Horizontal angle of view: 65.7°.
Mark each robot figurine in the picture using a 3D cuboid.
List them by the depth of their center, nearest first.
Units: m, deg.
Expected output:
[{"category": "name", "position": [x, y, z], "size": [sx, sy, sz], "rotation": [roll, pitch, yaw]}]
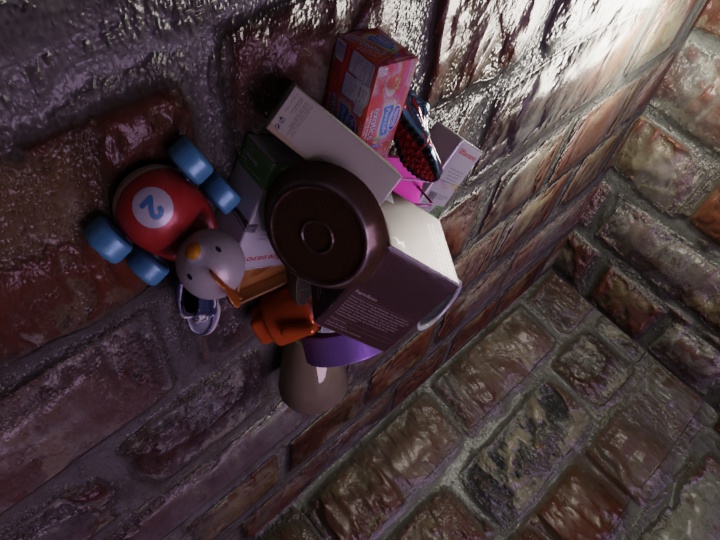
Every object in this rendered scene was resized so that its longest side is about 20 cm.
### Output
[{"category": "robot figurine", "position": [-0.131, 0.084, 1.164], "size": [0.196, 0.119, 0.144], "rotation": [-23, 175, 4]}]

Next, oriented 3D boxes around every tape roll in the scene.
[{"category": "tape roll", "position": [-0.032, 0.143, 1.227], "size": [0.198, 0.197, 0.067], "rotation": [-23, 105, -43]}]

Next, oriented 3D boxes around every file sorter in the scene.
[{"category": "file sorter", "position": [0.061, -0.106, 1.092], "size": [0.135, 0.126, 0.205], "rotation": [3, 116, -13]}]

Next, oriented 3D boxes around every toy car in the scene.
[{"category": "toy car", "position": [-0.224, -0.032, 0.753], "size": [0.184, 0.200, 0.177], "rotation": [-44, 157, -5]}]

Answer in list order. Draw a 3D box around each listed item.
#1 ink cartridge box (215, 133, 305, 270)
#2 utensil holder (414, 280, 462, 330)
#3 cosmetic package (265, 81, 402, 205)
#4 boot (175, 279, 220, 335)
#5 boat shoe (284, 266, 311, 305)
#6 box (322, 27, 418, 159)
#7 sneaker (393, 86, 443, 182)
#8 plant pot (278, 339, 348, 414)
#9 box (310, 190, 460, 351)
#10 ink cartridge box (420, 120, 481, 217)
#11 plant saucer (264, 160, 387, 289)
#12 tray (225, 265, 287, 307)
[{"category": "ink cartridge box", "position": [-0.146, -0.108, 0.911], "size": [0.144, 0.084, 0.202], "rotation": [-9, 137, -51]}, {"category": "utensil holder", "position": [0.145, 0.028, 1.496], "size": [0.169, 0.200, 0.171], "rotation": [-37, 156, -19]}, {"category": "cosmetic package", "position": [-0.040, -0.182, 0.821], "size": [0.073, 0.199, 0.104], "rotation": [-49, -161, 11]}, {"category": "boot", "position": [-0.277, 0.059, 0.928], "size": [0.092, 0.071, 0.203], "rotation": [-84, -177, -49]}, {"category": "boat shoe", "position": [-0.114, -0.037, 1.045], "size": [0.071, 0.067, 0.205], "rotation": [-22, 127, -50]}, {"category": "box", "position": [0.005, -0.269, 0.903], "size": [0.094, 0.100, 0.202], "rotation": [-27, 150, -37]}, {"category": "sneaker", "position": [0.102, -0.257, 0.983], "size": [0.095, 0.203, 0.079], "rotation": [-35, -170, -29]}, {"category": "plant pot", "position": [-0.123, 0.220, 1.396], "size": [0.185, 0.186, 0.203], "rotation": [-32, 141, -30]}, {"category": "box", "position": [0.032, -0.002, 0.948], "size": [0.162, 0.168, 0.200], "rotation": [26, 126, -30]}, {"category": "ink cartridge box", "position": [0.172, -0.224, 1.286], "size": [0.202, 0.084, 0.144], "rotation": [-54, 156, 18]}, {"category": "plant saucer", "position": [-0.058, -0.055, 0.804], "size": [0.203, 0.197, 0.035], "rotation": [-64, 174, 36]}, {"category": "tray", "position": [-0.171, -0.008, 1.097], "size": [0.198, 0.037, 0.100], "rotation": [-25, 149, -41]}]
